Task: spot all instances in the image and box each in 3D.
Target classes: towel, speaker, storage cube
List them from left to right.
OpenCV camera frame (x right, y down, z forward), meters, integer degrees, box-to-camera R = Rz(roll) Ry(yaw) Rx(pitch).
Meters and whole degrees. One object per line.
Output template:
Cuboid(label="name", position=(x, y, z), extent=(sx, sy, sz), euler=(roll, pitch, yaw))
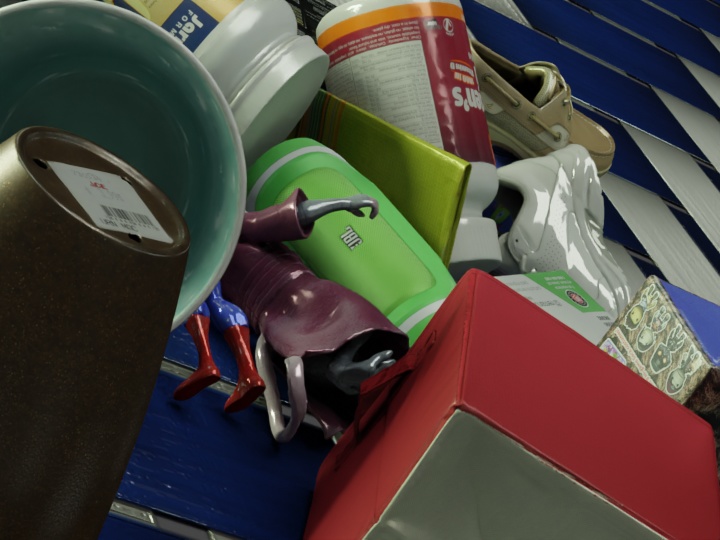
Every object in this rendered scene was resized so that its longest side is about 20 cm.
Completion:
Cuboid(label="towel", position=(-0.003, -0.069, 1.788), extent=(0.018, 0.086, 0.200), euler=(-7, 26, -43))
Cuboid(label="speaker", position=(0.000, 0.000, 1.715), extent=(0.088, 0.089, 0.200), euler=(10, 32, -51))
Cuboid(label="storage cube", position=(0.079, 0.139, 1.406), extent=(0.200, 0.171, 0.180), euler=(33, 21, -9))

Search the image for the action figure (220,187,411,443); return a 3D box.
Cuboid(label="action figure", position=(-0.052, 0.024, 1.597), extent=(0.149, 0.134, 0.200), euler=(-25, 58, -35))

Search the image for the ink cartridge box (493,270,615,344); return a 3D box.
Cuboid(label="ink cartridge box", position=(0.157, 0.097, 1.754), extent=(0.200, 0.084, 0.146), euler=(44, 22, 20))

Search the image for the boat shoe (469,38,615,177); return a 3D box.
Cuboid(label="boat shoe", position=(0.136, -0.127, 2.000), extent=(0.199, 0.065, 0.072), euler=(21, 32, -38))

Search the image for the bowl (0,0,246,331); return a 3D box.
Cuboid(label="bowl", position=(-0.159, -0.054, 1.442), extent=(0.200, 0.201, 0.105), euler=(35, 7, -2))

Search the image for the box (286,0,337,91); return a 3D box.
Cuboid(label="box", position=(-0.082, -0.167, 1.955), extent=(0.199, 0.086, 0.164), euler=(28, 21, -20))

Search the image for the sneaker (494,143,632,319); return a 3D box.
Cuboid(label="sneaker", position=(0.146, 0.004, 1.948), extent=(0.099, 0.078, 0.201), euler=(-9, 65, -12))

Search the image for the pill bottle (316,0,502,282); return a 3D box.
Cuboid(label="pill bottle", position=(0.038, -0.092, 1.836), extent=(0.109, 0.109, 0.201), euler=(3, 72, -56))

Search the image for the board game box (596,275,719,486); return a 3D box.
Cuboid(label="board game box", position=(0.194, 0.129, 1.570), extent=(0.159, 0.200, 0.097), euler=(23, 24, -30))

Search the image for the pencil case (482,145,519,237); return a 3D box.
Cuboid(label="pencil case", position=(0.107, -0.069, 2.046), extent=(0.078, 0.087, 0.200), euler=(47, 24, 29))

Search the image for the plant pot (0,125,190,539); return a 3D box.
Cuboid(label="plant pot", position=(-0.167, 0.041, 1.178), extent=(0.186, 0.200, 0.187), euler=(32, 20, -13))

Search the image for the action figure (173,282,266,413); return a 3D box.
Cuboid(label="action figure", position=(-0.125, 0.001, 1.559), extent=(0.065, 0.099, 0.201), euler=(19, 48, -45))

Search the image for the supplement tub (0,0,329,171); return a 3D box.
Cuboid(label="supplement tub", position=(-0.134, -0.161, 1.771), extent=(0.200, 0.145, 0.144), euler=(39, 20, 9))

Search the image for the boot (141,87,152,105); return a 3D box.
Cuboid(label="boot", position=(-0.147, -0.124, 1.598), extent=(0.138, 0.078, 0.199), euler=(-6, 5, -41))
